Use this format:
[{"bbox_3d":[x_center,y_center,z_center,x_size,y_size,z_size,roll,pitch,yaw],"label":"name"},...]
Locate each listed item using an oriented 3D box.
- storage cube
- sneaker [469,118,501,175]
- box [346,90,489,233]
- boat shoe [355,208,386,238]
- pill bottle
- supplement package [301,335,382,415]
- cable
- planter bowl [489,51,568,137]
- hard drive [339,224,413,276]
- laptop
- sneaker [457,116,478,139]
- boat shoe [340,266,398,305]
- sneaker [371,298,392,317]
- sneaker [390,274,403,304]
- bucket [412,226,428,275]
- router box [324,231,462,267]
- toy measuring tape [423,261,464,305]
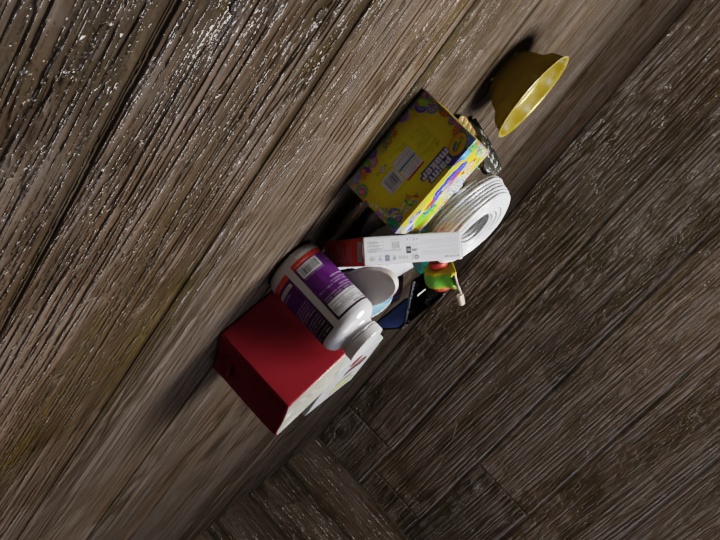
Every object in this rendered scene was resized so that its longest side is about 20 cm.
[{"bbox_3d":[-0.147,0.164,1.550,0.199,0.180,0.172,-41,169,-29],"label":"storage cube"},{"bbox_3d":[0.228,-0.232,1.698,0.088,0.077,0.201,-32,-155,15],"label":"sneaker"},{"bbox_3d":[0.103,-0.178,1.431,0.201,0.122,0.192,-48,170,13],"label":"box"},{"bbox_3d":[0.014,-0.051,1.693,0.073,0.074,0.203,-12,135,-20],"label":"boat shoe"},{"bbox_3d":[-0.057,0.058,1.450,0.112,0.200,0.113,-42,169,-10],"label":"pill bottle"},{"bbox_3d":[-0.086,0.207,2.037,0.199,0.147,0.192,-32,163,-49],"label":"supplement package"},{"bbox_3d":[0.210,-0.101,1.629,0.198,0.069,0.201,-28,156,-32],"label":"cable"},{"bbox_3d":[0.315,-0.369,1.654,0.200,0.083,0.201,-44,170,-10],"label":"planter bowl"},{"bbox_3d":[0.000,0.000,1.657,0.198,0.027,0.133,-31,139,-2],"label":"hard drive"},{"bbox_3d":[0.114,0.046,1.907,0.176,0.102,0.203,-35,145,-43],"label":"laptop"},{"bbox_3d":[0.162,-0.224,1.611,0.089,0.075,0.201,-25,-157,39],"label":"sneaker"},{"bbox_3d":[-0.002,0.020,1.534,0.197,0.076,0.093,-14,-160,35],"label":"boat shoe"},{"bbox_3d":[-0.016,0.060,1.767,0.196,0.080,0.090,-12,163,-18],"label":"sneaker"},{"bbox_3d":[0.017,0.048,1.866,0.199,0.072,0.115,-35,153,-29],"label":"sneaker"},{"bbox_3d":[0.150,-0.109,1.826,0.207,0.135,0.208,-45,169,-11],"label":"bucket"},{"bbox_3d":[0.057,-0.037,1.513,0.196,0.050,0.179,-5,-179,-24],"label":"router box"},{"bbox_3d":[0.169,0.024,1.732,0.074,0.073,0.201,-48,-161,17],"label":"toy measuring tape"}]
